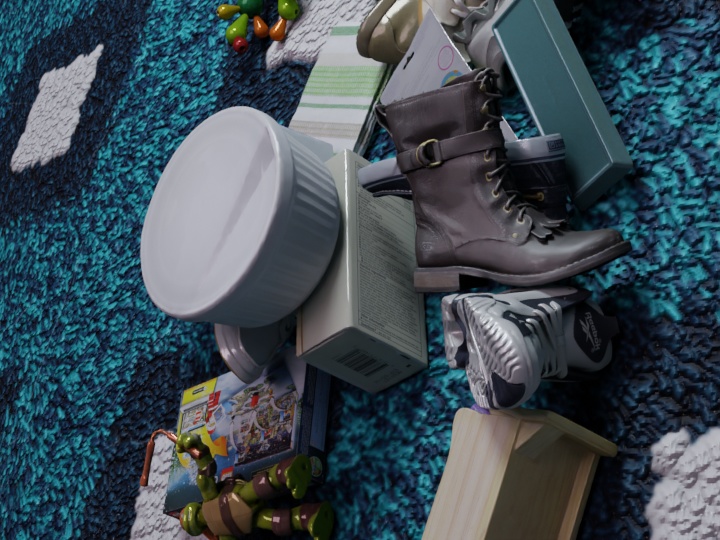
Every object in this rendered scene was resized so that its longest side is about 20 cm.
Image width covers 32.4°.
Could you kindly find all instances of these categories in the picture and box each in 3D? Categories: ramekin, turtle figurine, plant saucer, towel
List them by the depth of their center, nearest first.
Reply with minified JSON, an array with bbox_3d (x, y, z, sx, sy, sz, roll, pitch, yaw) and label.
[{"bbox_3d":[0.166,-0.152,1.056,0.070,0.019,0.201,-46,57,45],"label":"plant saucer"},{"bbox_3d":[-0.105,-0.040,1.125,0.202,0.094,0.203,-25,54,40],"label":"ramekin"},{"bbox_3d":[-0.105,0.227,1.129,0.161,0.064,0.201,-14,95,28],"label":"turtle figurine"},{"bbox_3d":[-0.020,-0.180,1.362,0.149,0.031,0.201,15,80,55],"label":"towel"}]

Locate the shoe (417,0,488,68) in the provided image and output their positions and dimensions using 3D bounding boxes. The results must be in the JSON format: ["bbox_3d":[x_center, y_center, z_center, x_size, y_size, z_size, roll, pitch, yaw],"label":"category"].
[{"bbox_3d":[0.099,-0.291,1.219,0.053,0.070,0.201,172,102,-69],"label":"shoe"}]

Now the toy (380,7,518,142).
[{"bbox_3d":[0.093,-0.139,1.167,0.115,0.047,0.200,-58,41,36],"label":"toy"}]

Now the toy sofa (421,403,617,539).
[{"bbox_3d":[0.104,0.200,0.906,0.097,0.083,0.201,-1,65,54],"label":"toy sofa"}]

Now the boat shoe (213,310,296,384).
[{"bbox_3d":[-0.090,0.034,1.223,0.069,0.071,0.200,-28,23,21],"label":"boat shoe"}]

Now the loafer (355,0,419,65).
[{"bbox_3d":[0.077,-0.288,1.282,0.067,0.076,0.200,36,85,12],"label":"loafer"}]

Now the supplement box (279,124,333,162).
[{"bbox_3d":[-0.124,-0.062,1.316,0.200,0.101,0.104,-33,53,39],"label":"supplement box"}]

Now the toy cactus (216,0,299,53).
[{"bbox_3d":[-0.120,-0.375,1.567,0.201,0.102,0.165,-63,26,10],"label":"toy cactus"}]

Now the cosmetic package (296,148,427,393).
[{"bbox_3d":[0.000,0.000,1.148,0.073,0.103,0.201,-31,44,34],"label":"cosmetic package"}]

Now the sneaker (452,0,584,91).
[{"bbox_3d":[0.173,-0.241,1.121,0.089,0.074,0.200,57,137,13],"label":"sneaker"}]

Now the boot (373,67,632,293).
[{"bbox_3d":[0.108,-0.074,0.982,0.199,0.069,0.175,-6,91,25],"label":"boot"}]

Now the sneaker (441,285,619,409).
[{"bbox_3d":[0.138,0.051,0.920,0.199,0.129,0.080,176,87,-85],"label":"sneaker"}]

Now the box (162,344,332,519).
[{"bbox_3d":[-0.112,0.162,1.225,0.200,0.038,0.137,-24,50,39],"label":"box"}]

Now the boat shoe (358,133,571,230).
[{"bbox_3d":[0.086,-0.060,1.068,0.200,0.071,0.091,-5,96,36],"label":"boat shoe"}]
